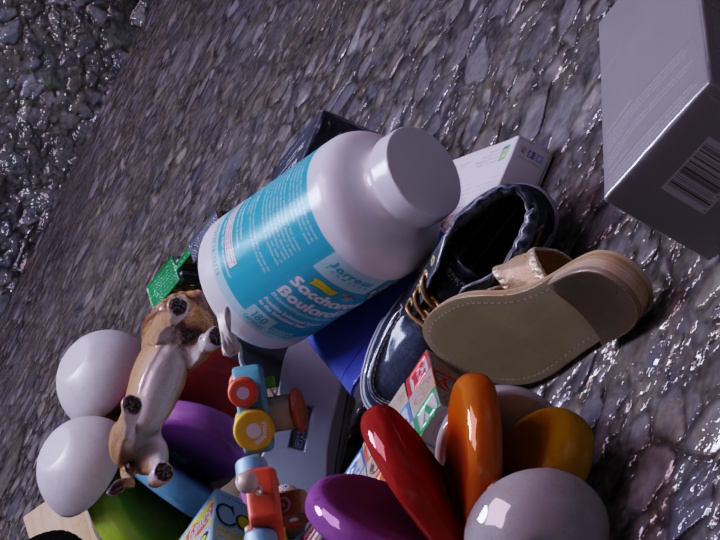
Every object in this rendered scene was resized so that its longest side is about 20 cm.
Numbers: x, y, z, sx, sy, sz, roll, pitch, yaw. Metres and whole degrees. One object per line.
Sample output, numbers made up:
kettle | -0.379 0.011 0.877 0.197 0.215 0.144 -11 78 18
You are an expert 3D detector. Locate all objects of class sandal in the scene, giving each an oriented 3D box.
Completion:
sandal | 0.127 0.016 1.379 0.070 0.078 0.212 -49 14 -31

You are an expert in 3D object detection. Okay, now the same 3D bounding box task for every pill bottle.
pill bottle | -0.019 -0.028 1.525 0.200 0.111 0.111 -33 32 42

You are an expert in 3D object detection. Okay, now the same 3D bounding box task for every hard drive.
hard drive | 0.000 0.000 1.615 0.132 0.025 0.200 -54 33 7

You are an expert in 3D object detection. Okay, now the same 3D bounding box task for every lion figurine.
lion figurine | -0.152 0.092 1.600 0.200 0.072 0.122 -61 9 -23

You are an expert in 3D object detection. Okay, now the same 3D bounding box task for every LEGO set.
LEGO set | -0.110 0.029 2.042 0.200 0.116 0.154 -55 47 36

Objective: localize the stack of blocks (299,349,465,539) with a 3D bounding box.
stack of blocks | 0.023 0.168 1.441 0.200 0.058 0.115 -58 17 17

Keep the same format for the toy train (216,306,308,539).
toy train | -0.061 0.127 1.500 0.150 0.055 0.200 86 176 -53

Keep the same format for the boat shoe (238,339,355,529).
boat shoe | -0.040 0.144 1.678 0.065 0.073 0.200 6 -76 -70

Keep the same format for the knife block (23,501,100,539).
knife block | -0.233 0.280 1.848 0.064 0.200 0.176 -34 -9 1

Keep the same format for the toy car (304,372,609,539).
toy car | 0.043 0.150 1.247 0.200 0.150 0.175 -59 17 14

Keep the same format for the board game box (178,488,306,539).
board game box | -0.092 0.274 1.547 0.103 0.105 0.200 -54 18 28

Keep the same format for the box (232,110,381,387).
box | -0.040 -0.011 1.806 0.148 0.104 0.200 139 154 -69

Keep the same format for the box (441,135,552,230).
box | 0.067 0.002 1.614 0.200 0.036 0.144 -66 17 -14

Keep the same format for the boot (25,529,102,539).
boot | -0.268 0.262 1.730 0.130 0.068 0.200 -22 -12 17

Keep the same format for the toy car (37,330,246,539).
toy car | -0.151 0.137 1.713 0.150 0.175 0.200 -29 38 34

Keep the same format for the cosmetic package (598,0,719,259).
cosmetic package | 0.206 -0.116 1.290 0.107 0.090 0.200 -51 17 36

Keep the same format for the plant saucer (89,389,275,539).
plant saucer | -0.148 0.175 1.862 0.200 0.029 0.200 -21 43 21

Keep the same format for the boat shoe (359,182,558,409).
boat shoe | 0.058 0.020 1.471 0.200 0.071 0.091 -55 -13 7
